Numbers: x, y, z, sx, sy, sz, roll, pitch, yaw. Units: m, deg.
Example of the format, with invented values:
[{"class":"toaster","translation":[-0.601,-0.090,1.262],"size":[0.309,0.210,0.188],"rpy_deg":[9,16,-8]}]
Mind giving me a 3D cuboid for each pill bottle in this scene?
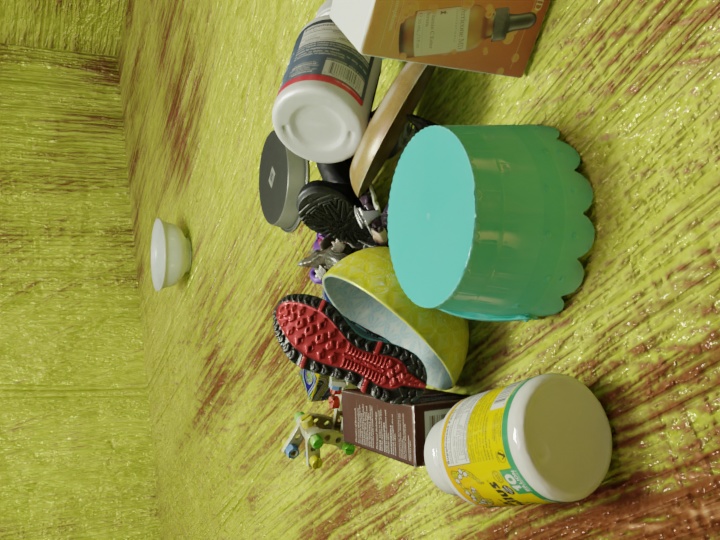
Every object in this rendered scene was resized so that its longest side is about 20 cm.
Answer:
[{"class":"pill bottle","translation":[-0.034,-0.247,1.016],"size":[0.120,0.117,0.203],"rpy_deg":[125,162,-51]},{"class":"pill bottle","translation":[0.144,0.175,0.801],"size":[0.199,0.110,0.116],"rpy_deg":[-34,59,60]}]

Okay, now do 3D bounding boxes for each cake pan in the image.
[{"class":"cake pan","translation":[-0.149,-0.173,1.513],"size":[0.199,0.036,0.206],"rpy_deg":[180,90,-65]}]

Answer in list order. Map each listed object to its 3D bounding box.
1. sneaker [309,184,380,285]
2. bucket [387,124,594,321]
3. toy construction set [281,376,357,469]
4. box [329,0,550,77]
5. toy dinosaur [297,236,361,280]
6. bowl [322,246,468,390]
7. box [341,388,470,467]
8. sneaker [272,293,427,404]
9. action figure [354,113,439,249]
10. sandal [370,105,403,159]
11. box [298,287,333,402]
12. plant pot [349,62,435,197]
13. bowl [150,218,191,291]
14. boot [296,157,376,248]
[{"class":"sneaker","translation":[-0.026,-0.050,1.199],"size":[0.081,0.082,0.203],"rpy_deg":[61,142,44]},{"class":"bucket","translation":[0.122,-0.051,0.821],"size":[0.206,0.132,0.213],"rpy_deg":[-178,90,-65]},{"class":"toy construction set","translation":[-0.036,0.189,1.165],"size":[0.093,0.128,0.203],"rpy_deg":[59,141,46]},{"class":"box","translation":[0.088,-0.298,0.818],"size":[0.107,0.196,0.155],"rpy_deg":[-121,39,-49]},{"class":"toy dinosaur","translation":[0.000,0.000,1.120],"size":[0.197,0.102,0.079],"rpy_deg":[24,103,16]},{"class":"bowl","translation":[0.061,0.035,0.960],"size":[0.108,0.200,0.199],"rpy_deg":[-49,20,-17]},{"class":"box","translation":[0.059,0.187,0.998],"size":[0.199,0.098,0.077],"rpy_deg":[178,91,-65]},{"class":"sneaker","translation":[-0.015,0.097,0.940],"size":[0.080,0.197,0.096],"rpy_deg":[-59,-10,-4]},{"class":"action figure","translation":[0.050,-0.092,1.016],"size":[0.068,0.130,0.204],"rpy_deg":[25,104,20]},{"class":"sandal","translation":[0.007,-0.196,1.174],"size":[0.199,0.042,0.078],"rpy_deg":[178,92,-65]},{"class":"box","translation":[-0.035,0.104,1.233],"size":[0.065,0.069,0.203],"rpy_deg":[57,140,45]},{"class":"plant pot","translation":[0.037,-0.183,0.984],"size":[0.203,0.027,0.200],"rpy_deg":[-60,-1,-2]},{"class":"bowl","translation":[-0.528,-0.044,2.262],"size":[0.200,0.088,0.207],"rpy_deg":[179,90,-65]},{"class":"boot","translation":[-0.045,-0.143,1.075],"size":[0.065,0.164,0.204],"rpy_deg":[-26,59,22]}]
